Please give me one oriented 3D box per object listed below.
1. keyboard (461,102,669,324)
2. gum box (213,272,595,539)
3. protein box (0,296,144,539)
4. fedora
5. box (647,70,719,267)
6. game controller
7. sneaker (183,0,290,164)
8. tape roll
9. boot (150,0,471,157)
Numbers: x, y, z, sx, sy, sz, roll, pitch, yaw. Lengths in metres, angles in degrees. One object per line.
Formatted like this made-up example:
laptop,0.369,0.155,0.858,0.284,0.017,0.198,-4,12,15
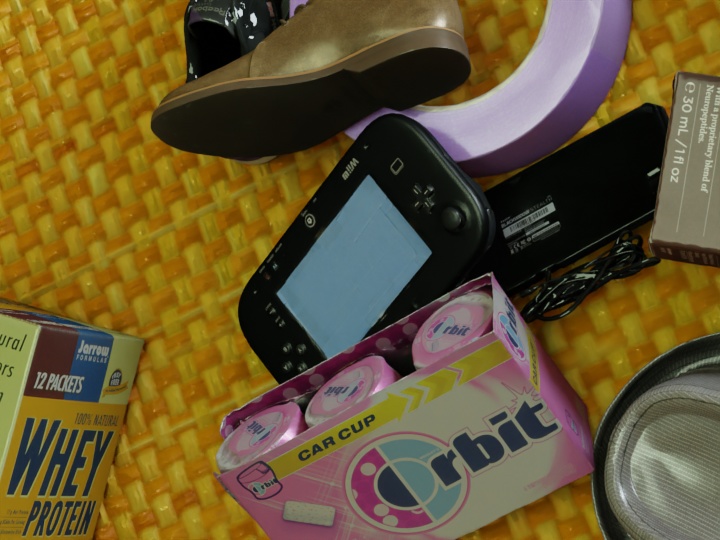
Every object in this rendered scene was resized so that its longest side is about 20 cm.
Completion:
keyboard,0.112,-0.012,1.362,0.200,0.040,0.104,-29,51,18
gum box,0.022,0.102,1.331,0.200,0.066,0.114,-29,117,17
protein box,-0.274,0.111,1.445,0.198,0.135,0.201,15,91,24
fedora,0.215,0.123,1.266,0.200,0.090,0.177,31,97,22
box,0.264,-0.043,1.254,0.199,0.075,0.101,8,85,9
game controller,0.000,0.000,1.359,0.104,0.042,0.200,46,124,10
sneaker,-0.068,-0.170,1.415,0.075,0.088,0.201,3,86,23
tape roll,0.060,-0.159,1.375,0.199,0.066,0.201,-3,83,23
boot,-0.032,-0.123,1.347,0.199,0.074,0.076,-16,60,16
